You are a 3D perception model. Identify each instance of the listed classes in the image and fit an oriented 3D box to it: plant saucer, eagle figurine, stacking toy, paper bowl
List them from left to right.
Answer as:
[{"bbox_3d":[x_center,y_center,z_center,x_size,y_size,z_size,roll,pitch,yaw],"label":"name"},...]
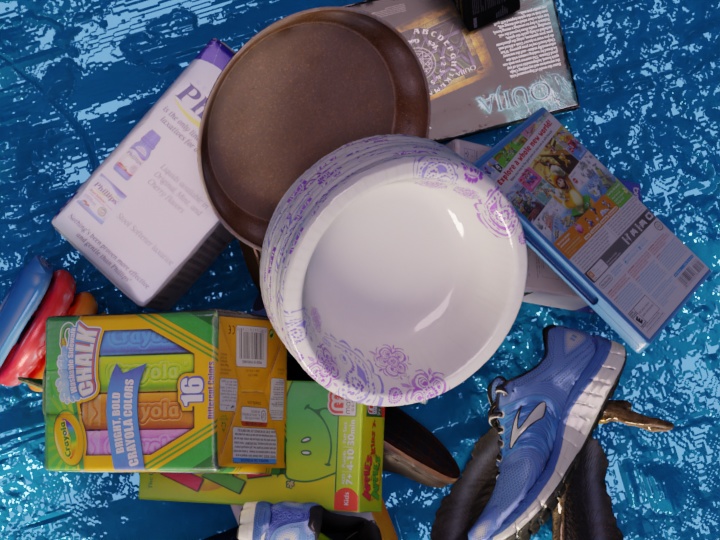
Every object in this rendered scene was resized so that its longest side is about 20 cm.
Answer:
[{"bbox_3d":[-0.219,0.083,1.674,0.199,0.116,0.110,32,91,-12],"label":"stacking toy"},{"bbox_3d":[-0.040,-0.110,1.523,0.199,0.034,0.201,-13,119,-25],"label":"plant saucer"},{"bbox_3d":[0.019,-0.007,1.513,0.199,0.104,0.202,-8,115,-18],"label":"paper bowl"},{"bbox_3d":[0.155,0.186,1.675,0.152,0.150,0.201,36,126,38],"label":"eagle figurine"}]

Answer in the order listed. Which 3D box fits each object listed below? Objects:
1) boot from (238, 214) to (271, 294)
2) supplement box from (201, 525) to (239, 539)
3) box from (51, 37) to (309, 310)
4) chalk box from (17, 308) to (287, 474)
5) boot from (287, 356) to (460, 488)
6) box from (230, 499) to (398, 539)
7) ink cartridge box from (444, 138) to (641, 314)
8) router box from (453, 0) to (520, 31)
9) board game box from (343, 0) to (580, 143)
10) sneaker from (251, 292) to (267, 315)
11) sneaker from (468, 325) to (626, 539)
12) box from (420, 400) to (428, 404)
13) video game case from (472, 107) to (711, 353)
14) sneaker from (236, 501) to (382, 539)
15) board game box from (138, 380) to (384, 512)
[{"bbox_3d":[0.000,0.000,1.613,0.155,0.077,0.201,-34,110,-6],"label":"boot"},{"bbox_3d":[-0.129,0.339,1.612,0.199,0.134,0.201,-21,98,14],"label":"supplement box"},{"bbox_3d":[-0.141,-0.073,1.628,0.105,0.184,0.200,42,88,1],"label":"box"},{"bbox_3d":[-0.171,0.098,1.552,0.199,0.125,0.125,-3,84,25],"label":"chalk box"},{"bbox_3d":[-0.019,0.155,1.694,0.199,0.075,0.097,29,112,-4],"label":"boot"},{"bbox_3d":[-0.035,0.219,1.657,0.118,0.042,0.201,-17,107,18],"label":"box"},{"bbox_3d":[0.152,-0.032,1.659,0.199,0.042,0.120,9,69,-30],"label":"ink cartridge box"},{"bbox_3d":[0.075,-0.306,1.610,0.052,0.200,0.158,-23,73,-2],"label":"router box"},{"bbox_3d":[0.077,-0.181,1.710,0.199,0.028,0.136,-14,90,-2],"label":"board game box"},{"bbox_3d":[-0.039,-0.038,1.669,0.082,0.074,0.200,34,93,-25],"label":"sneaker"},{"bbox_3d":[0.132,0.133,1.573,0.089,0.079,0.201,26,72,11],"label":"sneaker"},{"bbox_3d":[0.051,0.006,1.696,0.082,0.049,0.201,20,89,-1],"label":"box"},{"bbox_3d":[0.187,-0.036,1.619,0.200,0.143,0.018,45,130,5],"label":"video game case"},{"bbox_3d":[-0.016,0.242,1.559,0.089,0.200,0.079,-11,54,26],"label":"sneaker"},{"bbox_3d":[-0.081,0.139,1.601,0.199,0.048,0.102,0,86,24],"label":"board game box"}]
